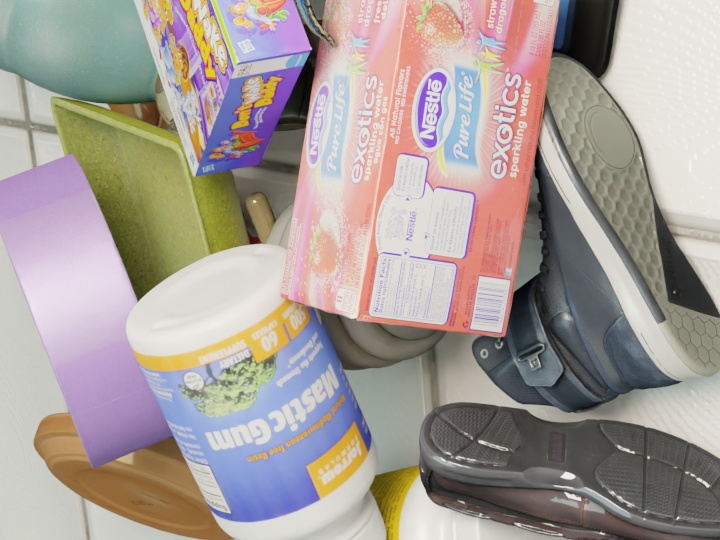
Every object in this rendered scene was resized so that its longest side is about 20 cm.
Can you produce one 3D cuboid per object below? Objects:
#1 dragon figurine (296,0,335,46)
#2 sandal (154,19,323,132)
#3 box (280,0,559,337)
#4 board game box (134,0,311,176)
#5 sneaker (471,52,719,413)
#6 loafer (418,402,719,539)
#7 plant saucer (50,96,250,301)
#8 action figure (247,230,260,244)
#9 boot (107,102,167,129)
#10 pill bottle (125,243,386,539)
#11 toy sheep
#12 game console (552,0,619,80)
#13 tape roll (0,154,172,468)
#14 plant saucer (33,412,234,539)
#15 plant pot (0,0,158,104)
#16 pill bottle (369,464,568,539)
[{"bbox_3d":[0.001,-0.214,0.769,0.099,0.059,0.202,20,103,50],"label":"dragon figurine"},{"bbox_3d":[-0.034,-0.118,0.991,0.198,0.055,0.083,-6,87,12],"label":"sandal"},{"bbox_3d":[0.031,-0.071,0.842,0.094,0.102,0.202,13,96,59],"label":"box"},{"bbox_3d":[-0.095,-0.176,0.886,0.135,0.044,0.201,124,129,-61],"label":"board game box"},{"bbox_3d":[0.110,-0.013,0.897,0.146,0.077,0.204,-26,87,47],"label":"sneaker"},{"bbox_3d":[0.131,0.129,0.902,0.198,0.072,0.063,13,134,9],"label":"loafer"},{"bbox_3d":[-0.130,-0.021,1.057,0.199,0.048,0.202,23,132,51],"label":"plant saucer"},{"bbox_3d":[-0.137,0.001,1.194,0.099,0.065,0.201,54,139,28],"label":"action figure"},{"bbox_3d":[-0.249,-0.170,1.182,0.201,0.154,0.074,55,137,18],"label":"boot"},{"bbox_3d":[-0.055,0.095,0.931,0.112,0.112,0.201,3,123,48],"label":"pill bottle"},{"bbox_3d":[0.000,0.000,0.988,0.199,0.137,0.139,9,112,57],"label":"toy sheep"},{"bbox_3d":[0.050,-0.214,0.865,0.199,0.175,0.117,31,98,36],"label":"game console"},{"bbox_3d":[-0.186,0.027,1.017,0.200,0.065,0.202,159,90,-78],"label":"tape roll"},{"bbox_3d":[-0.169,0.172,1.220,0.199,0.033,0.201,17,156,8],"label":"plant saucer"},{"bbox_3d":[-0.152,-0.196,1.057,0.134,0.201,0.201,32,132,3],"label":"plant pot"},{"bbox_3d":[0.045,0.188,1.022,0.199,0.112,0.113,-23,87,50],"label":"pill bottle"}]
